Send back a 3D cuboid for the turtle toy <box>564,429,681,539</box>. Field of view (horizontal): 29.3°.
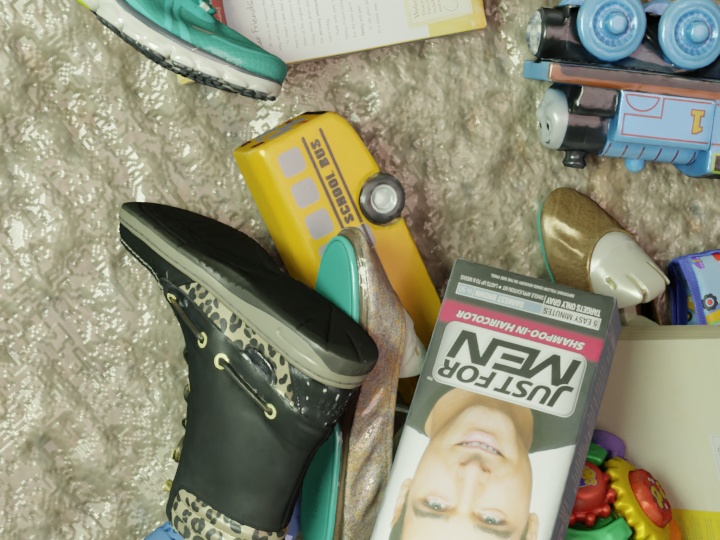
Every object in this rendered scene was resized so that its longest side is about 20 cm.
[{"bbox_3d":[0.131,0.144,0.860,0.101,0.146,0.201,-35,87,22],"label":"turtle toy"}]

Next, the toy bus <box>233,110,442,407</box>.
[{"bbox_3d":[0.000,0.000,0.858,0.078,0.065,0.202,-28,103,-14],"label":"toy bus"}]

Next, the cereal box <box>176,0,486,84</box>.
[{"bbox_3d":[-0.029,-0.203,0.845,0.197,0.039,0.146,-12,97,-17],"label":"cereal box"}]

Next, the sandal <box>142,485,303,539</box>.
[{"bbox_3d":[-0.097,0.173,0.840,0.197,0.079,0.089,-3,89,-26],"label":"sandal"}]

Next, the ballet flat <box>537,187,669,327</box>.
[{"bbox_3d":[0.181,0.037,0.917,0.067,0.072,0.203,-24,101,-28],"label":"ballet flat"}]

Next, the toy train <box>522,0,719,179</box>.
[{"bbox_3d":[0.201,-0.119,0.898,0.197,0.087,0.116,4,97,-9],"label":"toy train"}]

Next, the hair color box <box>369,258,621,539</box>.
[{"bbox_3d":[0.076,0.105,0.788,0.098,0.061,0.203,14,76,17],"label":"hair color box"}]

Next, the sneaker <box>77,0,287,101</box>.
[{"bbox_3d":[-0.118,-0.167,0.769,0.199,0.078,0.080,39,94,3],"label":"sneaker"}]

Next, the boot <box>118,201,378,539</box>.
[{"bbox_3d":[-0.090,0.063,0.793,0.073,0.203,0.156,0,117,-50],"label":"boot"}]

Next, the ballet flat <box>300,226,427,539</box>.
[{"bbox_3d":[0.005,0.071,0.811,0.066,0.068,0.203,-2,109,-28],"label":"ballet flat"}]

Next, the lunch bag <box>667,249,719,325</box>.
[{"bbox_3d":[0.297,0.065,0.960,0.148,0.094,0.203,-7,88,-15],"label":"lunch bag"}]

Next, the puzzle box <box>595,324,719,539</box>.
[{"bbox_3d":[0.200,0.133,0.899,0.025,0.132,0.203,-33,114,-49],"label":"puzzle box"}]
